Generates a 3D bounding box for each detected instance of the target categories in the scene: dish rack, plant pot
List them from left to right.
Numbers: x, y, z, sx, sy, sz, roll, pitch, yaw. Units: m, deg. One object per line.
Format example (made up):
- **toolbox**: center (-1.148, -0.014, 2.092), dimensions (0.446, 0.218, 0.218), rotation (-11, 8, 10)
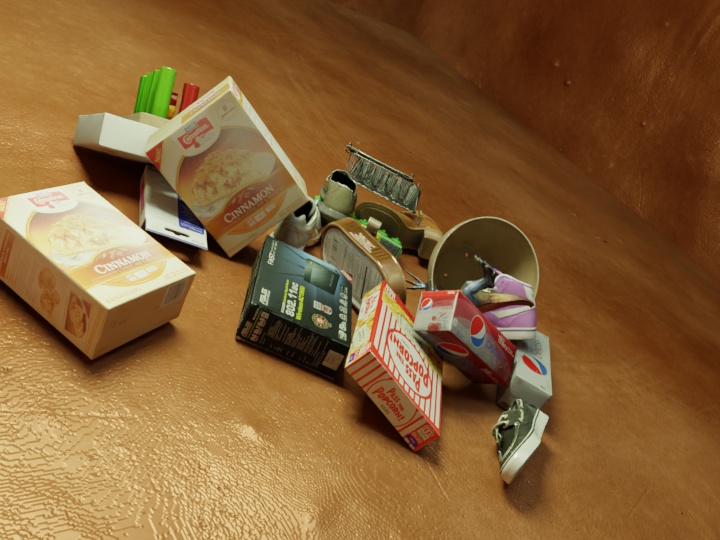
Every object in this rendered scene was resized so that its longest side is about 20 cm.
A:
- **dish rack**: center (0.039, -0.171, 1.407), dimensions (0.150, 0.056, 0.200), rotation (27, 2, 9)
- **plant pot**: center (0.200, 0.008, 1.359), dimensions (0.196, 0.205, 0.134), rotation (24, -2, -13)

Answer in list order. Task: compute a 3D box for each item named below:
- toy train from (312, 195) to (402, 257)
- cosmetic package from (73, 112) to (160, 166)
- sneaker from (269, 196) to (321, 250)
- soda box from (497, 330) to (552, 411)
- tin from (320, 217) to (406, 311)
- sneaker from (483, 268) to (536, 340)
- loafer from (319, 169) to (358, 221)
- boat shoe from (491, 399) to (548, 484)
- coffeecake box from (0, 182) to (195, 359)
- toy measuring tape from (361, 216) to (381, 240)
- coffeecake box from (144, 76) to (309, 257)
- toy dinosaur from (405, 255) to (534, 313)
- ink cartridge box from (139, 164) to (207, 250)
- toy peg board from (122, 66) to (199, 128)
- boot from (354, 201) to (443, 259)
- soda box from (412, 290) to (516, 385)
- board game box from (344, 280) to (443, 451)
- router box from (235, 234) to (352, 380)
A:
- **toy train**: center (-0.009, -0.079, 1.414), dimensions (0.197, 0.042, 0.056), rotation (30, 11, -3)
- **cosmetic package**: center (-0.328, -0.193, 1.189), dimensions (0.196, 0.053, 0.149), rotation (12, -1, -35)
- **sneaker**: center (-0.094, -0.089, 1.288), dimensions (0.074, 0.093, 0.201), rotation (27, 24, -3)
- **soda box**: center (0.272, 0.164, 1.266), dimensions (0.067, 0.065, 0.201), rotation (29, 24, 0)
- **tin**: center (0.000, 0.000, 1.200), dimensions (0.041, 0.114, 0.200), rotation (-18, 44, -30)
- **sneaker**: center (0.191, 0.056, 1.254), dimensions (0.194, 0.118, 0.073), rotation (-2, 3, -8)
- **loafer**: center (-0.030, -0.142, 1.369), dimensions (0.074, 0.071, 0.201), rotation (25, 18, -10)
- **boat shoe**: center (0.215, 0.235, 1.072), dimensions (0.063, 0.072, 0.199), rotation (36, 17, 12)
- **coffeecake box**: center (-0.320, -0.008, 0.893), dimensions (0.198, 0.074, 0.153), rotation (36, 27, 13)
- **toy measuring tape**: center (0.003, -0.038, 1.279), dimensions (0.072, 0.075, 0.200), rotation (29, -8, -1)
- **coffeecake box**: center (-0.192, -0.149, 1.118), dimensions (0.201, 0.152, 0.074), rotation (53, 8, -28)
- **toy dinosaur**: center (0.141, 0.063, 1.180), dimensions (0.199, 0.183, 0.105), rotation (39, 8, 5)
- **ink cartridge box**: center (-0.282, -0.088, 1.144), dimensions (0.093, 0.038, 0.201), rotation (19, 25, -26)
- **toy peg board**: center (-0.287, -0.261, 1.277), dimensions (0.195, 0.101, 0.199), rotation (13, 1, -30)
- **boot**: center (0.079, -0.099, 1.523), dimensions (0.195, 0.078, 0.156), rotation (19, 21, -8)
- **soda box**: center (0.159, 0.103, 1.134), dimensions (0.069, 0.065, 0.199), rotation (-3, -30, 37)
- **board game box**: center (0.052, 0.125, 1.049), dimensions (0.152, 0.046, 0.201), rotation (51, 21, -16)
- **router box**: center (-0.088, 0.046, 1.080), dimensions (0.147, 0.063, 0.202), rotation (24, 26, -13)
